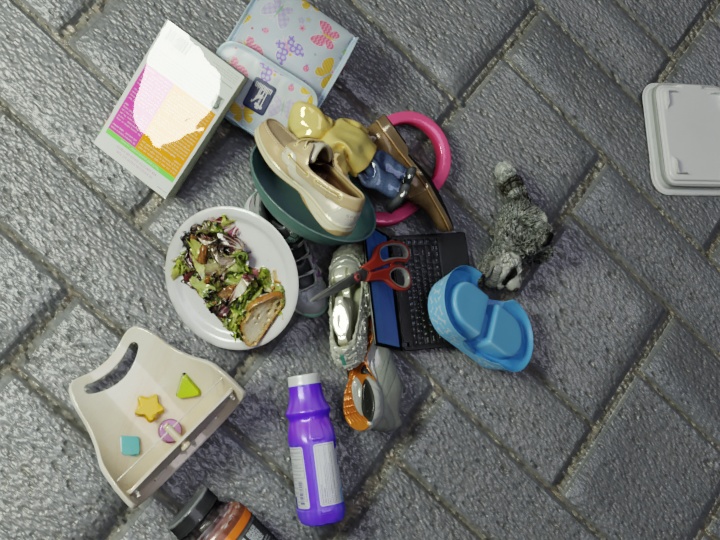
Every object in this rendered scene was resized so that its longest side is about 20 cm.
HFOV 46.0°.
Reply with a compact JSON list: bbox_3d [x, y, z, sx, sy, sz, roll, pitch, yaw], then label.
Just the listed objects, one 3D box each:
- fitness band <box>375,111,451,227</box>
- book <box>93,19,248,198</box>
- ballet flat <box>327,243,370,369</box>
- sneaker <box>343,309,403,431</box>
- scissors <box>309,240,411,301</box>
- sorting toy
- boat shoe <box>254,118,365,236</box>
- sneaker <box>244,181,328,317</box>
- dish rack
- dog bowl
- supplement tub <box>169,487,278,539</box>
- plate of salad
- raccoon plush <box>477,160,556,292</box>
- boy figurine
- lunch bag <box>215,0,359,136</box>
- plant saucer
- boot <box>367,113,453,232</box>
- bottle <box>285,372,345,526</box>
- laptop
[{"bbox_3d":[0.053,-0.158,1.312,0.199,0.037,0.144,-40,93,-18],"label":"fitness band"},{"bbox_3d":[-0.264,-0.222,1.177,0.133,0.048,0.201,35,100,-2],"label":"book"},{"bbox_3d":[-0.017,0.039,1.211,0.070,0.072,0.203,6,62,-15],"label":"ballet flat"},{"bbox_3d":[0.021,0.140,1.241,0.091,0.075,0.204,23,59,-44],"label":"sneaker"},{"bbox_3d":[0.000,0.000,1.164,0.198,0.014,0.075,-7,84,-41],"label":"scissors"},{"bbox_3d":[-0.284,0.176,1.124,0.180,0.107,0.200,45,72,3],"label":"sorting toy"},{"bbox_3d":[-0.062,-0.138,1.114,0.200,0.069,0.073,49,33,17],"label":"boat shoe"},{"bbox_3d":[-0.097,-0.030,1.187,0.077,0.140,0.202,-32,90,-19],"label":"sneaker"},{"bbox_3d":[0.582,-0.235,1.482,0.168,0.044,0.204,-1,80,-16],"label":"dish rack"},{"bbox_3d":[0.178,0.077,1.270,0.199,0.049,0.113,36,56,-28],"label":"dog bowl"},{"bbox_3d":[-0.158,0.381,1.116,0.200,0.107,0.107,46,71,-4],"label":"supplement tub"},{"bbox_3d":[-0.180,0.015,1.156,0.196,0.048,0.204,4,105,14],"label":"plate of salad"},{"bbox_3d":[0.215,-0.060,1.337,0.132,0.097,0.202,-21,57,-7],"label":"raccoon plush"},{"bbox_3d":[-0.018,-0.160,1.183,0.198,0.065,0.126,30,46,-12],"label":"boy figurine"},{"bbox_3d":[-0.121,-0.291,1.238,0.168,0.127,0.202,33,82,-8],"label":"lunch bag"},{"bbox_3d":[-0.070,-0.100,1.159,0.198,0.036,0.202,27,33,-19],"label":"plant saucer"},{"bbox_3d":[0.066,-0.130,1.272,0.075,0.074,0.201,-36,97,8],"label":"boot"},{"bbox_3d":[-0.066,0.247,1.180,0.064,0.083,0.204,-6,81,-17],"label":"bottle"},{"bbox_3d":[0.091,0.022,1.251,0.196,0.103,0.181,-3,78,-15],"label":"laptop"}]
